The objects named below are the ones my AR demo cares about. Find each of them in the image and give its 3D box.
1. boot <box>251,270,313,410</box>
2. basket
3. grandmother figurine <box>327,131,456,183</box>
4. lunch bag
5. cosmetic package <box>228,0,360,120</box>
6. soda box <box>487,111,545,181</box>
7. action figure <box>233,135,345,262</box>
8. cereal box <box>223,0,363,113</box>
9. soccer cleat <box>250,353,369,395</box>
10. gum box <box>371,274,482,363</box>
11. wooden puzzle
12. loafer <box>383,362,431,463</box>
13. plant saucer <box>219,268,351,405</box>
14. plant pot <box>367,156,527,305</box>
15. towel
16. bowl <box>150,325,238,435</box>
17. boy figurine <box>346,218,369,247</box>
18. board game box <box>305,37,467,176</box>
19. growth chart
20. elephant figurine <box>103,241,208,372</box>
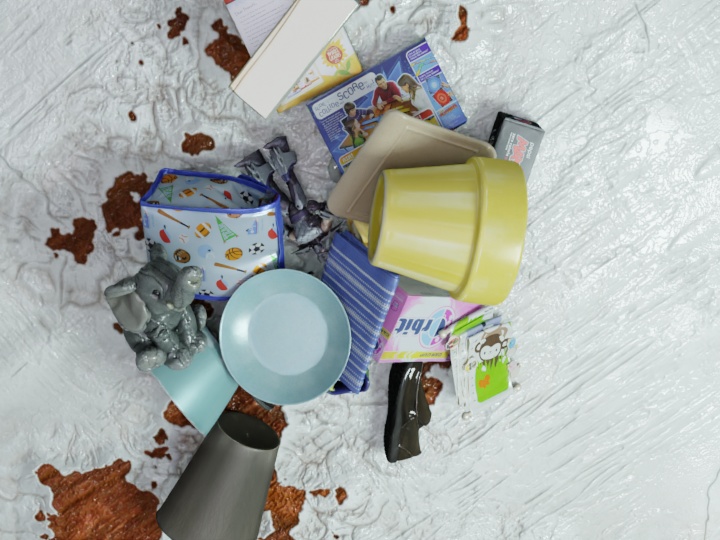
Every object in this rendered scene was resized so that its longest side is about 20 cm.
[{"bbox_3d":[-0.112,0.117,1.489,0.172,0.069,0.202,-19,116,-2],"label":"boot"},{"bbox_3d":[-0.221,0.349,1.537,0.178,0.136,0.202,20,105,-11],"label":"basket"},{"bbox_3d":[0.048,-0.168,1.393,0.196,0.061,0.123,-9,101,0],"label":"grandmother figurine"},{"bbox_3d":[-0.210,-0.051,1.382,0.196,0.125,0.172,6,128,7],"label":"lunch bag"},{"bbox_3d":[-0.089,-0.311,1.275,0.073,0.104,0.201,38,104,-12],"label":"cosmetic package"},{"bbox_3d":[0.210,-0.130,1.403,0.070,0.063,0.203,15,108,-5],"label":"soda box"},{"bbox_3d":[-0.102,-0.096,1.406,0.129,0.069,0.202,-27,99,28],"label":"action figure"},{"bbox_3d":[-0.099,-0.349,1.337,0.142,0.040,0.202,-23,107,8],"label":"cereal box"},{"bbox_3d":[-0.076,0.157,1.444,0.197,0.084,0.066,6,113,-24],"label":"soccer cleat"},{"bbox_3d":[0.096,0.074,1.421,0.198,0.066,0.115,4,117,-46],"label":"gum box"},{"bbox_3d":[0.073,-0.136,1.344,0.198,0.038,0.186,15,127,-33],"label":"wooden puzzle"},{"bbox_3d":[0.082,0.221,1.528,0.070,0.073,0.203,2,115,-11],"label":"loafer"},{"bbox_3d":[-0.110,0.097,1.383,0.197,0.039,0.205,1,97,6],"label":"plant saucer"},{"bbox_3d":[0.111,-0.063,1.280,0.186,0.201,0.204,8,109,-7],"label":"plant pot"},{"bbox_3d":[-0.016,0.059,1.376,0.024,0.144,0.203,-4,122,-43],"label":"towel"},{"bbox_3d":[-0.261,0.143,1.446,0.105,0.201,0.202,-38,106,-9],"label":"bowl"},{"bbox_3d":[0.000,0.000,1.416,0.063,0.124,0.203,4,105,-15],"label":"boy figurine"},{"bbox_3d":[0.037,-0.227,1.348,0.198,0.034,0.137,-28,88,2],"label":"board game box"},{"bbox_3d":[0.196,0.141,1.475,0.144,0.018,0.202,-30,124,-22],"label":"growth chart"},{"bbox_3d":[-0.281,0.032,1.300,0.152,0.143,0.202,-3,134,-2],"label":"elephant figurine"}]
